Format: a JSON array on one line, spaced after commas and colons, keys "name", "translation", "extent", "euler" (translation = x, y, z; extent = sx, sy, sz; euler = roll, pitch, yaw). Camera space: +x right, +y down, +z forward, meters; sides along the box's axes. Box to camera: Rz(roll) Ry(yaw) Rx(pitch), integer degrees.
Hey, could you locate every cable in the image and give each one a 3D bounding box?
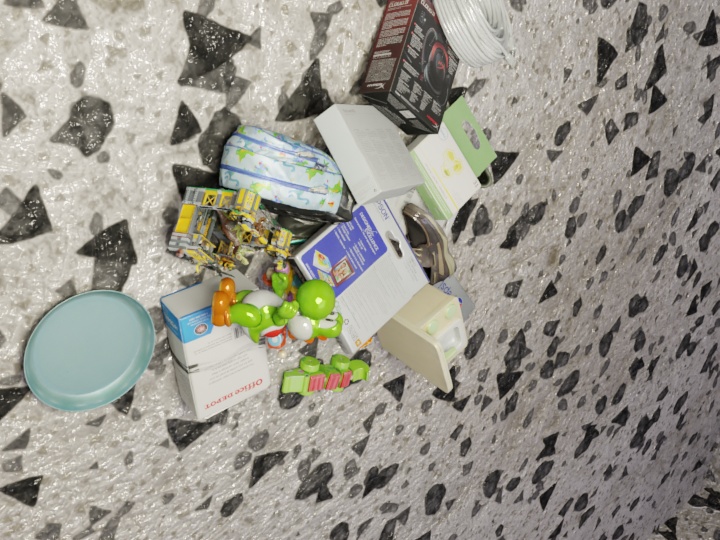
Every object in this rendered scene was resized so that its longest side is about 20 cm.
[{"name": "cable", "translation": [0.188, -0.448, 1.252], "extent": [0.199, 0.068, 0.204], "euler": [8, 71, -55]}]

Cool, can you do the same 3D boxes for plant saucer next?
[{"name": "plant saucer", "translation": [-0.408, 0.118, 1.116], "extent": [0.198, 0.027, 0.204], "euler": [-20, 124, -32]}]

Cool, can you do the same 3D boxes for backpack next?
[{"name": "backpack", "translation": [-0.123, -0.147, 1.148], "extent": [0.197, 0.163, 0.157], "euler": [-5, 109, -27]}]

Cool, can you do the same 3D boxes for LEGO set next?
[{"name": "LEGO set", "translation": [-0.194, -0.036, 1.111], "extent": [0.200, 0.151, 0.118], "euler": [67, 35, -69]}]

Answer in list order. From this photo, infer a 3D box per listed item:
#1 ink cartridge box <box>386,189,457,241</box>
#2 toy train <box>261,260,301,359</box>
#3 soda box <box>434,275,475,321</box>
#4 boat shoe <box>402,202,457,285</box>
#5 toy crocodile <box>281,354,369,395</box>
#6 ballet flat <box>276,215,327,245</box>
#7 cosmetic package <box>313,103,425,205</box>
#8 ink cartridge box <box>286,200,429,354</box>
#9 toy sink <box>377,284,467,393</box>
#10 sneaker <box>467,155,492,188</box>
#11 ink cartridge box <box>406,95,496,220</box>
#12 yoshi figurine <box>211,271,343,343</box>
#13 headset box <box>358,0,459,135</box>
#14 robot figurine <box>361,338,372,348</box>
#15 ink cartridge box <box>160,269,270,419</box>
[{"name": "ink cartridge box", "translation": [0.091, -0.112, 1.408], "extent": [0.198, 0.066, 0.117], "euler": [18, 99, -45]}, {"name": "toy train", "translation": [-0.135, 0.055, 1.243], "extent": [0.200, 0.054, 0.153], "euler": [-52, 143, -78]}, {"name": "soda box", "translation": [0.170, 0.041, 1.565], "extent": [0.069, 0.063, 0.200], "euler": [-51, 136, -9]}, {"name": "boat shoe", "translation": [0.121, -0.039, 1.374], "extent": [0.073, 0.074, 0.201], "euler": [-44, 133, -12]}, {"name": "toy crocodile", "translation": [-0.068, 0.209, 1.445], "extent": [0.198, 0.061, 0.069], "euler": [0, 113, -41]}, {"name": "ballet flat", "translation": [-0.054, -0.079, 1.280], "extent": [0.197, 0.068, 0.070], "euler": [-1, 84, -28]}, {"name": "cosmetic package", "translation": [0.020, -0.191, 1.198], "extent": [0.051, 0.153, 0.199], "euler": [-27, 178, 27]}, {"name": "ink cartridge box", "translation": [0.000, 0.000, 1.249], "extent": [0.200, 0.047, 0.200], "euler": [-41, 111, -28]}, {"name": "toy sink", "translation": [0.124, 0.109, 1.380], "extent": [0.111, 0.199, 0.132], "euler": [-37, 131, -21]}, {"name": "sneaker", "translation": [0.192, -0.220, 1.432], "extent": [0.199, 0.079, 0.075], "euler": [27, 95, -45]}, {"name": "ink cartridge box", "translation": [0.174, -0.211, 1.361], "extent": [0.200, 0.048, 0.146], "euler": [-44, 112, -22]}, {"name": "yoshi figurine", "translation": [-0.119, 0.046, 1.109], "extent": [0.112, 0.196, 0.114], "euler": [106, -7, -69]}, {"name": "headset box", "translation": [0.093, -0.354, 1.245], "extent": [0.148, 0.074, 0.204], "euler": [27, 76, -47]}, {"name": "robot figurine", "translation": [0.031, 0.075, 1.462], "extent": [0.199, 0.058, 0.147], "euler": [-38, 132, -21]}, {"name": "ink cartridge box", "translation": [-0.238, 0.123, 1.229], "extent": [0.144, 0.084, 0.203], "euler": [-22, 126, -31]}]
